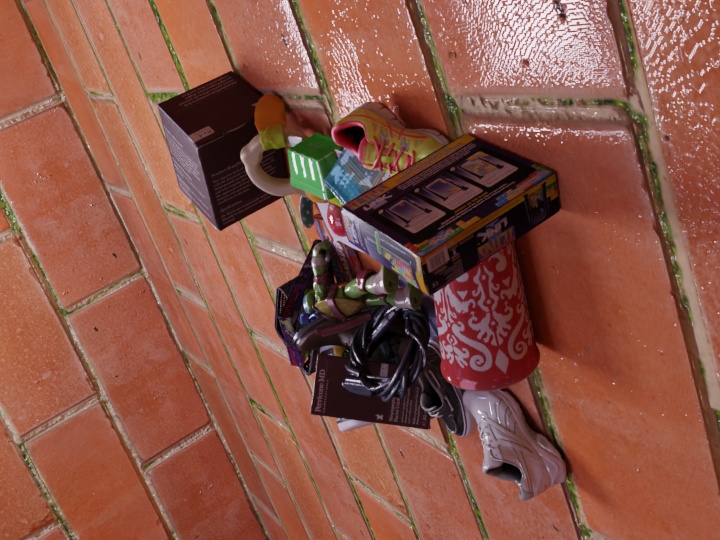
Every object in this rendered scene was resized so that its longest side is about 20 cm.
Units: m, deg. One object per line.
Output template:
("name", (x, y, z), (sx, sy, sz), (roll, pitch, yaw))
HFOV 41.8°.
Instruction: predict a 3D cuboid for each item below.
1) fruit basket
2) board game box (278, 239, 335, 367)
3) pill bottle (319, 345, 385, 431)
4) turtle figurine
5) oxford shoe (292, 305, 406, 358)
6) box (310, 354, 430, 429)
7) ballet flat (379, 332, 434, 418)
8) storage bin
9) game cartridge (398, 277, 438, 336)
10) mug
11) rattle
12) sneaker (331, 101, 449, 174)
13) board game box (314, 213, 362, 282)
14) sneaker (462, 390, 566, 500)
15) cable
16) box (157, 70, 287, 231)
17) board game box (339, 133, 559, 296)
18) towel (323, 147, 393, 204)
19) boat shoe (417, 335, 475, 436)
("fruit basket", (-0.031, -0.118, 1.505), (0.185, 0.093, 0.201), (27, 151, 55))
("board game box", (-0.090, 0.055, 1.663), (0.032, 0.201, 0.121), (2, 132, 20))
("pill bottle", (-0.007, 0.170, 1.648), (0.114, 0.113, 0.203), (138, 119, -68))
("turtle figurine", (0.000, 0.000, 1.438), (0.192, 0.200, 0.145), (-3, 123, 41))
("oxford shoe", (-0.016, 0.106, 1.553), (0.073, 0.197, 0.086), (53, -158, -65))
("box", (0.022, 0.198, 1.548), (0.075, 0.197, 0.102), (55, -139, -81))
("ballet flat", (0.090, 0.172, 1.618), (0.074, 0.074, 0.202), (23, 139, 57))
("storage bin", (-0.098, 0.104, 1.898), (0.136, 0.093, 0.201), (52, 158, 21))
("game cartridge", (0.121, 0.091, 1.473), (0.202, 0.038, 0.130), (58, 154, 7))
("mug", (0.140, 0.028, 1.227), (0.177, 0.132, 0.202), (27, 138, 52))
("rattle", (-0.116, -0.184, 1.630), (0.199, 0.130, 0.143), (38, -169, -32))
("sneaker", (0.041, -0.153, 1.240), (0.199, 0.090, 0.079), (32, 130, 34))
("board game box", (-0.026, -0.004, 1.702), (0.103, 0.019, 0.202), (16, 131, 60))
("sneaker", (0.206, 0.250, 1.385), (0.200, 0.099, 0.079), (46, 154, 34))
("cable", (0.051, 0.118, 1.434), (0.051, 0.165, 0.199), (36, 159, -24))
("box", (-0.248, -0.220, 1.734), (0.164, 0.165, 0.202), (44, 153, 38))
("board game box", (0.102, -0.071, 1.089), (0.165, 0.199, 0.057), (34, 149, 50))
("towel", (0.038, -0.115, 1.324), (0.201, 0.022, 0.147), (50, 123, 25))
("boat shoe", (0.121, 0.192, 1.467), (0.072, 0.071, 0.202), (23, 144, 49))
